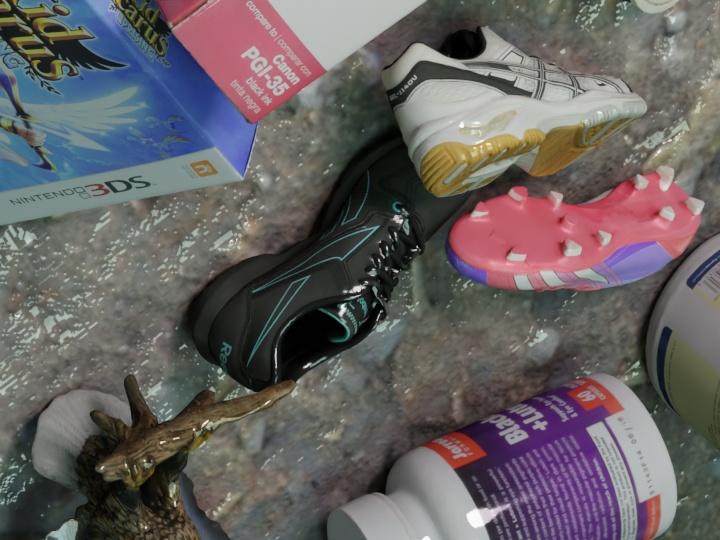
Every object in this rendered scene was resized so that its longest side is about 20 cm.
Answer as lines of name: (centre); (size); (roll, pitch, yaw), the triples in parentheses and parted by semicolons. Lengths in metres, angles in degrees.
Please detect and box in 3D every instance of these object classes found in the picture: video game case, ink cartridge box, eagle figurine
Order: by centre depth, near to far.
ink cartridge box: (-0.011, -0.187, 1.320); (0.199, 0.147, 0.083); (-34, 134, 7)
video game case: (-0.176, -0.102, 1.354); (0.200, 0.180, 0.046); (49, 42, -43)
eagle figurine: (-0.108, 0.170, 1.552); (0.151, 0.151, 0.201); (1, 122, 6)

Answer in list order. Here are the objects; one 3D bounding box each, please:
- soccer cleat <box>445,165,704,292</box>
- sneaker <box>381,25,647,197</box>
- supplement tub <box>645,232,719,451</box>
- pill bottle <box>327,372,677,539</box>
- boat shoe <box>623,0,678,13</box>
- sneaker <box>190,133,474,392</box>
soccer cleat: (0.124, -0.011, 1.666); (0.199, 0.067, 0.077); (-15, 143, -41)
sneaker: (0.089, -0.103, 1.591); (0.076, 0.088, 0.200); (-38, 164, 33)
supplement tub: (0.287, 0.073, 1.748); (0.144, 0.200, 0.146); (-17, 127, -24)
pill bottle: (0.085, 0.147, 1.719); (0.199, 0.111, 0.112); (-22, 128, -22)
boat shoe: (0.134, -0.184, 1.566); (0.200, 0.062, 0.075); (-13, 122, -56)
sneaker: (0.000, 0.000, 1.592); (0.200, 0.079, 0.076); (-41, 132, -7)
